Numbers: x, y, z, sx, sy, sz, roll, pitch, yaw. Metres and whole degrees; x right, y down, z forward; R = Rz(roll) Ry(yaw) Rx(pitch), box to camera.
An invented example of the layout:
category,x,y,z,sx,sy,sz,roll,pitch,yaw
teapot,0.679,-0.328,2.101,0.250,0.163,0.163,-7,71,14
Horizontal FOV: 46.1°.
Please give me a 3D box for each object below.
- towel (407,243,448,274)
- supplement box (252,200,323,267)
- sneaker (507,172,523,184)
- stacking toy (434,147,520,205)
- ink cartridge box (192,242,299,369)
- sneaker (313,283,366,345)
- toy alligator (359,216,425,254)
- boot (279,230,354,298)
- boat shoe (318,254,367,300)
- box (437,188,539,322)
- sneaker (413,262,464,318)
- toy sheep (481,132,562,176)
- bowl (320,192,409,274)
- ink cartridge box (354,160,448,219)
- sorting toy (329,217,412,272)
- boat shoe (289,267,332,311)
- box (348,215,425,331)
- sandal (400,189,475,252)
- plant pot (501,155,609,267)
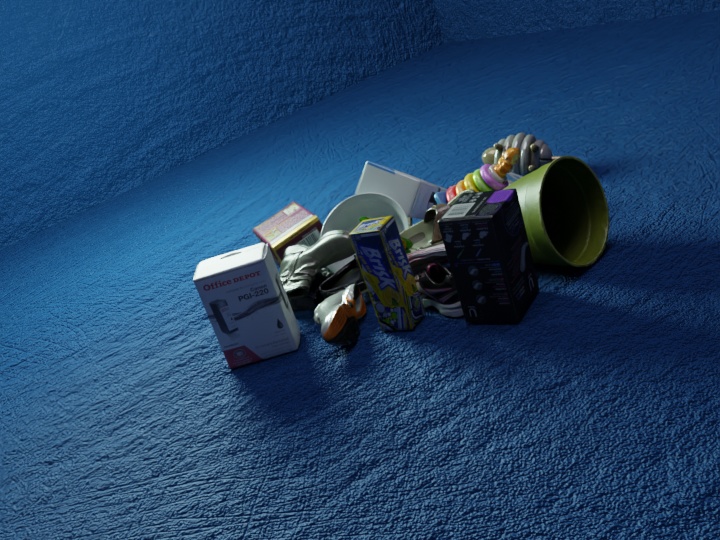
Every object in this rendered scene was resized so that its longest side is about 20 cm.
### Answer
category,x,y,z,sx,sy,sz,roll,pitch,yaw
towel,0.147,-0.019,1.646,0.145,0.030,0.200,-15,-9,16
supplement box,-0.157,-0.072,1.998,0.130,0.104,0.200,-35,25,-8
sneaker,0.330,-0.159,1.803,0.197,0.077,0.081,8,32,1
stacking toy,0.256,-0.173,1.709,0.115,0.110,0.200,-13,-28,-50
ink cartridge box,-0.212,0.067,1.601,0.144,0.202,0.085,-16,21,5
sneaker,-0.051,0.096,1.597,0.091,0.076,0.200,-19,13,18
toy alligator,0.058,-0.045,1.612,0.055,0.199,0.059,-56,44,9
boot,-0.093,0.000,1.709,0.198,0.068,0.131,-17,38,32
boat shoe,-0.001,-0.001,1.692,0.198,0.066,0.075,-33,38,15
box,0.224,-0.024,1.463,0.105,0.202,0.122,-3,26,34
sneaker,0.132,0.022,1.583,0.080,0.087,0.199,-33,26,-35
toy sheep,0.385,-0.263,2.011,0.198,0.139,0.138,10,32,24
bowl,0.019,-0.056,1.805,0.198,0.090,0.204,-6,68,15
ink cartridge box,0.101,-0.174,1.910,0.144,0.085,0.199,23,8,25
sorting toy,0.029,-0.055,1.934,0.198,0.037,0.186,-19,21,12
boat shoe,-0.084,0.019,1.800,0.092,0.075,0.201,0,38,30
box,0.050,0.007,1.529,0.069,0.202,0.064,-6,25,32
sandal,0.150,-0.091,1.676,0.200,0.057,0.080,-33,55,18
plant pot,0.330,-0.097,1.597,0.200,0.202,0.192,-35,15,-36
